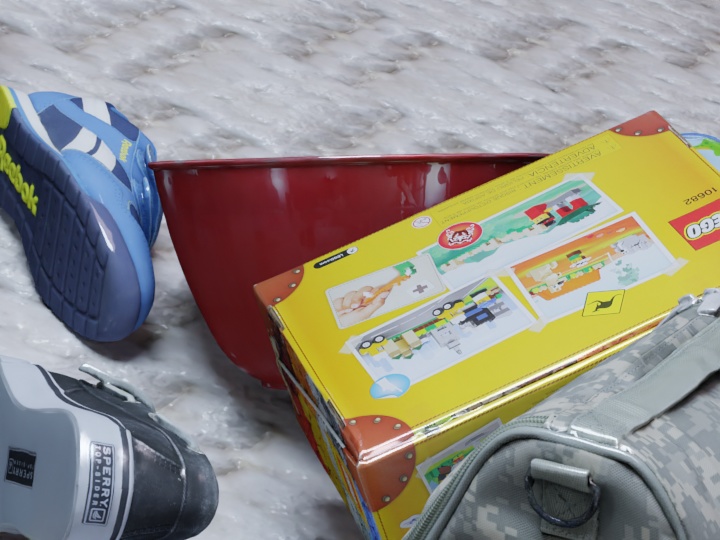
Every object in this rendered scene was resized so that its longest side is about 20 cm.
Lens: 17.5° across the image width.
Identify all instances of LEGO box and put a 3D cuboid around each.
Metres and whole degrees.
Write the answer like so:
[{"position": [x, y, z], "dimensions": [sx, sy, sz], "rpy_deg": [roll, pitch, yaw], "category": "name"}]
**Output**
[{"position": [0.074, 0.030, 0.973], "dimensions": [0.199, 0.077, 0.149], "rpy_deg": [-24, 33, -7], "category": "LEGO box"}]

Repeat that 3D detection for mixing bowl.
[{"position": [0.000, 0.000, 1.111], "dimensions": [0.199, 0.109, 0.200], "rpy_deg": [-2, 1, 0], "category": "mixing bowl"}]

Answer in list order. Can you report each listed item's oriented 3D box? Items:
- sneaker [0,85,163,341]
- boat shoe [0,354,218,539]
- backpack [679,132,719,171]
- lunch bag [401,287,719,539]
[{"position": [-0.130, -0.035, 1.186], "dimensions": [0.082, 0.074, 0.200], "rpy_deg": [3, 31, -26], "category": "sneaker"}, {"position": [-0.110, 0.075, 0.947], "dimensions": [0.068, 0.074, 0.199], "rpy_deg": [8, -4, -24], "category": "boat shoe"}, {"position": [0.161, 0.030, 1.108], "dimensions": [0.163, 0.154, 0.200], "rpy_deg": [-26, 22, 11], "category": "backpack"}, {"position": [0.100, 0.106, 0.816], "dimensions": [0.139, 0.169, 0.200], "rpy_deg": [18, 21, 25], "category": "lunch bag"}]
